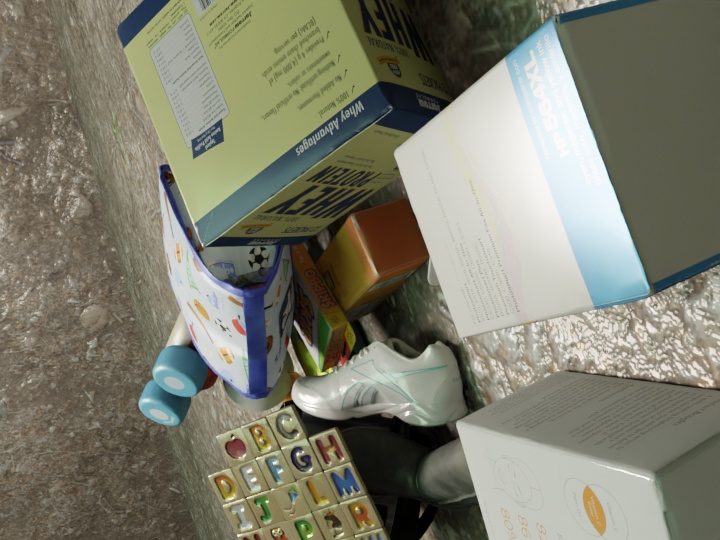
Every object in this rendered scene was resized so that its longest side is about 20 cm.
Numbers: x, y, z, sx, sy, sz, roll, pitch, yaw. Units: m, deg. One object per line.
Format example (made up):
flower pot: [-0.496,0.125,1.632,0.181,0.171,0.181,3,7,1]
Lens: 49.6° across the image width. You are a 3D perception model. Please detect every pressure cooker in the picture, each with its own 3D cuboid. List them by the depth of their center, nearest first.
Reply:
pressure cooker: [-0.008,0.241,0.855,0.176,0.195,0.183,131,151,-71]

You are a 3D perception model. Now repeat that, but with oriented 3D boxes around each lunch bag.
lunch bag: [-0.130,0.008,0.808,0.173,0.121,0.202,94,155,-45]

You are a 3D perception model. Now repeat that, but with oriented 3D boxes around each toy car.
toy car: [-0.145,0.110,0.978,0.177,0.197,0.187,-51,17,50]

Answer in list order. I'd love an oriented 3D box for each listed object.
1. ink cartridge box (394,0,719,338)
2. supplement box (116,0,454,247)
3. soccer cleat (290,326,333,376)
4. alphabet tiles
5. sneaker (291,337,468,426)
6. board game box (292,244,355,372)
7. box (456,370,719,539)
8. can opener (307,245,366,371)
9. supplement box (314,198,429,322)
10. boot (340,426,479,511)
ink cartridge box: [0.116,-0.049,0.438,0.199,0.126,0.128,-25,85,66]
supplement box: [-0.057,-0.154,0.626,0.198,0.133,0.204,-31,77,29]
soccer cleat: [-0.035,0.135,0.985,0.203,0.063,0.084,62,152,21]
alphabet tiles: [-0.058,0.233,0.744,0.164,0.006,0.204,-24,94,28]
sneaker: [0.015,0.108,0.791,0.196,0.070,0.082,-4,96,29]
board game box: [-0.067,0.019,0.859,0.202,0.030,0.096,55,153,24]
box: [0.171,0.162,0.503,0.199,0.104,0.156,-4,104,66]
can opener: [-0.024,0.068,0.926,0.203,0.052,0.067,63,156,16]
supplement box: [0.000,0.000,0.808,0.068,0.068,0.200,66,154,11]
boot: [0.068,0.172,0.690,0.200,0.177,0.074,134,146,-71]
